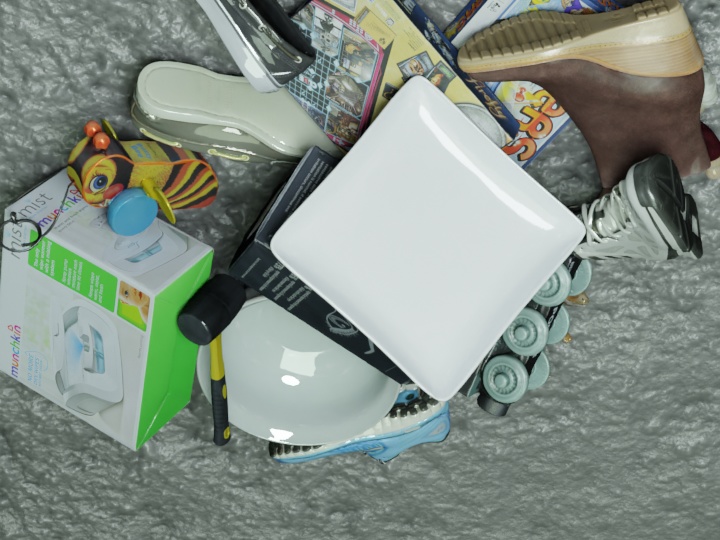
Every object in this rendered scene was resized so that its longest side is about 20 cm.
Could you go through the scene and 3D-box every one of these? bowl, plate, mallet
[{"bbox_3d":[-0.057,0.071,1.673,0.200,0.091,0.202,1,131,2],"label":"bowl"},{"bbox_3d":[0.055,-0.026,1.432,0.199,0.200,0.032,42,167,-6],"label":"plate"},{"bbox_3d":[-0.139,0.097,1.595,0.041,0.066,0.201,22,130,21],"label":"mallet"}]

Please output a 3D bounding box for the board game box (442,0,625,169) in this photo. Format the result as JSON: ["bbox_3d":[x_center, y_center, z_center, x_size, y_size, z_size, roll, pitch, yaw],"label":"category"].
[{"bbox_3d":[0.133,-0.174,1.488,0.135,0.035,0.200,29,126,-19],"label":"board game box"}]

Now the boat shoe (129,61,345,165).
[{"bbox_3d":[-0.105,-0.131,1.521,0.201,0.072,0.060,13,148,-14],"label":"boat shoe"}]

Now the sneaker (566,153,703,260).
[{"bbox_3d":[0.221,-0.039,1.457,0.115,0.076,0.200,-10,165,17],"label":"sneaker"}]

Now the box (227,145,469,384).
[{"bbox_3d":[0.000,0.000,1.514,0.200,0.105,0.148,33,164,-7],"label":"box"}]

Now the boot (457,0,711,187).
[{"bbox_3d":[0.191,-0.136,1.440,0.199,0.072,0.167,-8,125,10],"label":"boot"}]

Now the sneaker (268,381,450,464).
[{"bbox_3d":[0.001,0.173,1.767,0.199,0.079,0.090,-13,132,15],"label":"sneaker"}]

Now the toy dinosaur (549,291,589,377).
[{"bbox_3d":[0.140,0.062,1.689,0.199,0.060,0.107,-20,98,21],"label":"toy dinosaur"}]

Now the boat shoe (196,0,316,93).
[{"bbox_3d":[-0.103,-0.240,1.409,0.066,0.070,0.200,-25,107,19],"label":"boat shoe"}]

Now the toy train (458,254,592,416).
[{"bbox_3d":[0.137,0.036,1.610,0.114,0.085,0.201,29,112,20],"label":"toy train"}]

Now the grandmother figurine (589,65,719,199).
[{"bbox_3d":[0.268,-0.104,1.527,0.121,0.061,0.200,5,134,-12],"label":"grandmother figurine"}]

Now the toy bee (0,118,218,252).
[{"bbox_3d":[-0.210,-0.082,1.511,0.131,0.200,0.109,33,133,20],"label":"toy bee"}]

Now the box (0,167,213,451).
[{"bbox_3d":[-0.242,0.035,1.604,0.176,0.097,0.200,28,131,17],"label":"box"}]

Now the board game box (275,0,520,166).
[{"bbox_3d":[0.022,-0.157,1.471,0.135,0.035,0.200,-34,104,31],"label":"board game box"}]
